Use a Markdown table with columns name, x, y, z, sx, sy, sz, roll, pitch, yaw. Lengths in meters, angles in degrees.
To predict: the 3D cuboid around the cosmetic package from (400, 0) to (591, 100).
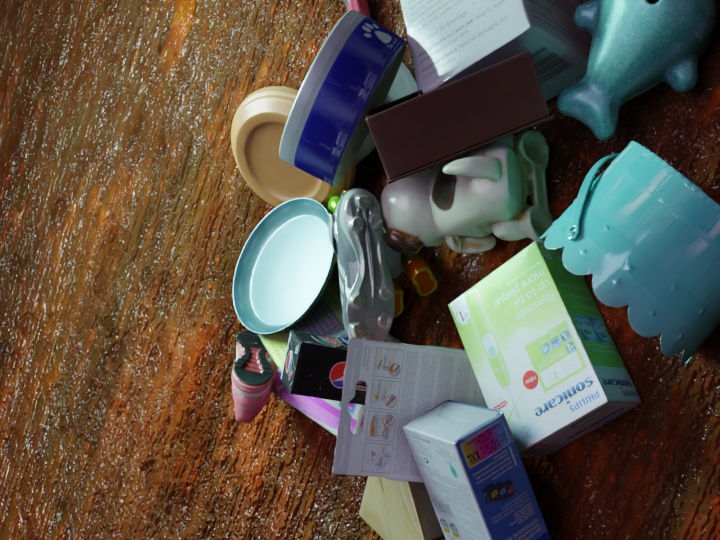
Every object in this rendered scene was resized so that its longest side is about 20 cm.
| name | x | y | z | sx | sy | sz | roll | pitch | yaw |
| --- | --- | --- | --- | --- | --- | --- | --- | --- | --- |
| cosmetic package | 0.163 | -0.314 | 1.096 | 0.165 | 0.166 | 0.204 | -26 | 65 | 38 |

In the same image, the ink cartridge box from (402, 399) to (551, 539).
| name | x | y | z | sx | sy | sz | roll | pitch | yaw |
| --- | --- | --- | --- | --- | --- | --- | --- | --- | --- |
| ink cartridge box | 0.136 | 0.259 | 1.017 | 0.136 | 0.075 | 0.203 | -3 | 108 | 68 |

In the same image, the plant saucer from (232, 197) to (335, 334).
| name | x | y | z | sx | sy | sz | roll | pitch | yaw |
| --- | --- | --- | --- | --- | --- | --- | --- | --- | --- |
| plant saucer | -0.103 | -0.004 | 1.257 | 0.198 | 0.027 | 0.204 | -23 | 54 | 35 |

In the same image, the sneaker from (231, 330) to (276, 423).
| name | x | y | z | sx | sy | sz | roll | pitch | yaw |
| --- | --- | --- | --- | --- | --- | --- | --- | --- | --- |
| sneaker | -0.163 | 0.156 | 1.340 | 0.201 | 0.072 | 0.088 | -82 | 5 | -70 |

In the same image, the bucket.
| name | x | y | z | sx | sy | sz | roll | pitch | yaw |
| --- | --- | --- | --- | --- | --- | --- | --- | --- | --- |
| bucket | 0.294 | -0.022 | 0.898 | 0.135 | 0.206 | 0.208 | -50 | 52 | 13 |

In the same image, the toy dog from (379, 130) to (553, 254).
| name | x | y | z | sx | sy | sz | roll | pitch | yaw |
| --- | --- | --- | --- | --- | --- | --- | --- | --- | --- |
| toy dog | 0.116 | -0.080 | 1.091 | 0.197 | 0.192 | 0.143 | -11 | 87 | 36 |

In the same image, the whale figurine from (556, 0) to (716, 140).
| name | x | y | z | sx | sy | sz | roll | pitch | yaw |
| --- | --- | --- | --- | --- | --- | --- | --- | --- | --- |
| whale figurine | 0.295 | -0.245 | 0.970 | 0.159 | 0.104 | 0.201 | 40 | 97 | 17 |

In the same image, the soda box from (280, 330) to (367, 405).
| name | x | y | z | sx | sy | sz | roll | pitch | yaw |
| --- | --- | --- | --- | --- | --- | --- | --- | --- | --- |
| soda box | 0.002 | 0.131 | 1.147 | 0.063 | 0.196 | 0.072 | -149 | 71 | -70 |

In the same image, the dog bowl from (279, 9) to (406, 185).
| name | x | y | z | sx | sy | sz | roll | pitch | yaw |
| --- | --- | --- | --- | --- | --- | --- | --- | --- | --- |
| dog bowl | -0.021 | -0.211 | 1.107 | 0.078 | 0.200 | 0.203 | 27 | 106 | 1 |

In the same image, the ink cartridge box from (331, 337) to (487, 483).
| name | x | y | z | sx | sy | sz | roll | pitch | yaw |
| --- | --- | --- | --- | --- | --- | --- | --- | --- | --- |
| ink cartridge box | 0.062 | 0.171 | 1.089 | 0.050 | 0.196 | 0.165 | 176 | 102 | -72 |

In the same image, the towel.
| name | x | y | z | sx | sy | sz | roll | pitch | yaw |
| --- | --- | --- | --- | --- | --- | --- | --- | --- | --- |
| towel | -0.045 | 0.059 | 1.244 | 0.198 | 0.023 | 0.144 | -34 | 41 | -6 |

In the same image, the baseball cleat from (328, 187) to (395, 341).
| name | x | y | z | sx | sy | sz | roll | pitch | yaw |
| --- | --- | --- | --- | --- | --- | --- | --- | --- | --- |
| baseball cleat | 0.000 | 0.000 | 1.131 | 0.106 | 0.068 | 0.205 | -177 | 87 | -72 |

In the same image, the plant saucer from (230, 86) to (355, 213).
| name | x | y | z | sx | sy | sz | roll | pitch | yaw |
| --- | --- | --- | --- | --- | --- | --- | --- | --- | --- |
| plant saucer | -0.102 | -0.160 | 1.273 | 0.197 | 0.038 | 0.203 | 16 | 131 | 19 |

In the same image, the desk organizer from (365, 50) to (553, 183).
| name | x | y | z | sx | sy | sz | roll | pitch | yaw |
| --- | --- | --- | --- | --- | --- | --- | --- | --- | --- |
| desk organizer | 0.109 | -0.176 | 1.015 | 0.197 | 0.072 | 0.078 | -21 | 104 | 10 |

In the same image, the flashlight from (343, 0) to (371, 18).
| name | x | y | z | sx | sy | sz | roll | pitch | yaw |
| --- | --- | --- | --- | --- | --- | --- | --- | --- | --- |
| flashlight | -0.001 | -0.387 | 1.339 | 0.068 | 0.067 | 0.204 | -29 | 62 | 42 |

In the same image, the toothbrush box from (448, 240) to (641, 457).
| name | x | y | z | sx | sy | sz | roll | pitch | yaw |
| --- | --- | --- | --- | --- | --- | --- | --- | --- | --- |
| toothbrush box | 0.208 | 0.093 | 1.037 | 0.145 | 0.085 | 0.203 | -37 | 60 | 34 |

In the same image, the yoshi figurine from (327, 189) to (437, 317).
| name | x | y | z | sx | sy | sz | roll | pitch | yaw |
| --- | --- | --- | --- | --- | --- | --- | --- | --- | --- |
| yoshi figurine | 0.021 | -0.024 | 1.225 | 0.201 | 0.111 | 0.113 | 54 | 125 | 36 |

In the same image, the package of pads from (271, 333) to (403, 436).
| name | x | y | z | sx | sy | sz | roll | pitch | yaw |
| --- | --- | --- | --- | --- | --- | --- | --- | --- | --- |
| package of pads | -0.033 | 0.137 | 1.275 | 0.198 | 0.068 | 0.157 | 23 | 99 | 43 |

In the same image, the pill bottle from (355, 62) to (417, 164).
| name | x | y | z | sx | sy | sz | roll | pitch | yaw |
| --- | --- | --- | --- | --- | --- | --- | --- | --- | --- |
| pill bottle | -0.017 | -0.218 | 1.291 | 0.199 | 0.112 | 0.115 | -37 | 59 | 33 |

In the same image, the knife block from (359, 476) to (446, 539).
| name | x | y | z | sx | sy | sz | roll | pitch | yaw |
| --- | --- | --- | --- | --- | --- | --- | --- | --- | --- |
| knife block | 0.080 | 0.307 | 1.122 | 0.175 | 0.063 | 0.204 | 30 | 113 | 46 |
